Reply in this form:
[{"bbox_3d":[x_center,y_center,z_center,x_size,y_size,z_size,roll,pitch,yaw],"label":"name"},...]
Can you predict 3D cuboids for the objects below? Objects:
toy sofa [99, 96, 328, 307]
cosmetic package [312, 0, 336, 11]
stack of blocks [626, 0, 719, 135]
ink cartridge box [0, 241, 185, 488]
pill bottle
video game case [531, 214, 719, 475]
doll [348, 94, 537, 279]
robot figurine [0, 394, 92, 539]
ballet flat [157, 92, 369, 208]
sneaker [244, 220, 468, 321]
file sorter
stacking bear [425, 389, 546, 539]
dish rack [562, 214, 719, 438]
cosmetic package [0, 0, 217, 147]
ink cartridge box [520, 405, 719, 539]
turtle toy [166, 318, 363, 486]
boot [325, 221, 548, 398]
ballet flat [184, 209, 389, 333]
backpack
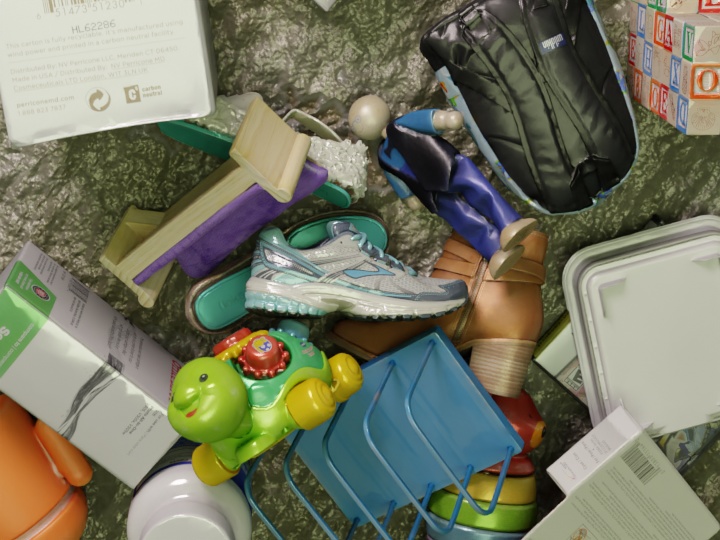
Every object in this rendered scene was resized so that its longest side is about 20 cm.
[{"bbox_3d":[-0.124,-0.047,1.289,0.097,0.083,0.199,43,126,-19],"label":"toy sofa"},{"bbox_3d":[-0.009,-0.331,1.262,0.106,0.090,0.201,36,97,-16],"label":"cosmetic package"},{"bbox_3d":[0.279,-0.190,1.265,0.058,0.200,0.117,-1,107,-4],"label":"stack of blocks"},{"bbox_3d":[-0.248,0.082,1.322,0.199,0.146,0.084,40,98,-13],"label":"ink cartridge box"},{"bbox_3d":[-0.152,0.214,1.339,0.110,0.200,0.114,-1,106,-4],"label":"pill bottle"},{"bbox_3d":[0.291,0.079,1.430,0.200,0.026,0.181,41,98,-14],"label":"video game case"},{"bbox_3d":[0.068,-0.088,1.316,0.200,0.137,0.048,43,56,18],"label":"doll"},{"bbox_3d":[-0.325,0.196,1.362,0.143,0.116,0.201,-38,107,-19],"label":"robot figurine"},{"bbox_3d":[-0.082,-0.119,1.328,0.198,0.072,0.072,23,103,-4],"label":"ballet flat"},{"bbox_3d":[0.000,0.000,1.294,0.197,0.078,0.088,3,87,-12],"label":"sneaker"},{"bbox_3d":[0.018,0.172,1.320,0.199,0.123,0.139,-29,107,29],"label":"file sorter"},{"bbox_3d":[0.122,0.205,1.411,0.113,0.121,0.203,12,95,29],"label":"stacking bear"},{"bbox_3d":[0.287,0.063,1.391,0.169,0.044,0.202,-15,108,-2],"label":"dish rack"},{"bbox_3d":[-0.208,-0.210,1.218,0.165,0.200,0.169,-9,106,-2],"label":"cosmetic package"},{"bbox_3d":[0.231,0.245,1.411,0.176,0.045,0.200,-42,130,2],"label":"ink cartridge box"},{"bbox_3d":[-0.094,0.105,1.259,0.145,0.200,0.102,-32,90,21],"label":"turtle toy"},{"bbox_3d":[0.074,0.023,1.376,0.197,0.074,0.157,11,87,14],"label":"boot"},{"bbox_3d":[-0.071,-0.005,1.351,0.198,0.067,0.069,-21,99,-13],"label":"ballet flat"},{"bbox_3d":[0.162,-0.147,1.308,0.162,0.154,0.201,-31,85,-1],"label":"backpack"}]
